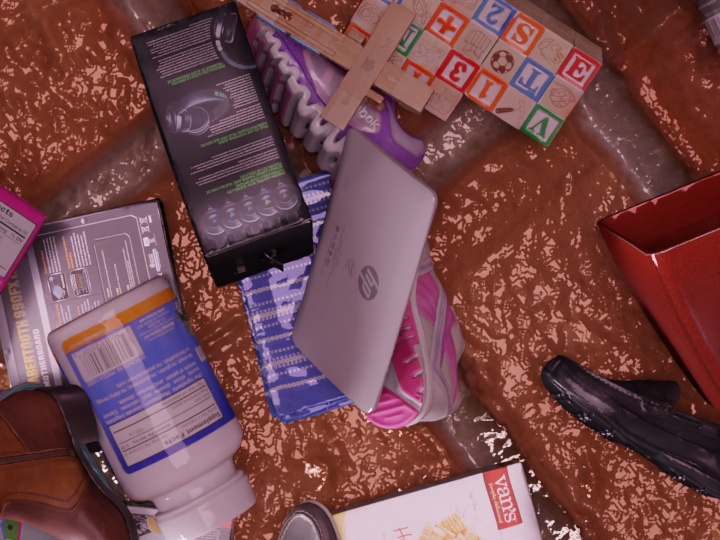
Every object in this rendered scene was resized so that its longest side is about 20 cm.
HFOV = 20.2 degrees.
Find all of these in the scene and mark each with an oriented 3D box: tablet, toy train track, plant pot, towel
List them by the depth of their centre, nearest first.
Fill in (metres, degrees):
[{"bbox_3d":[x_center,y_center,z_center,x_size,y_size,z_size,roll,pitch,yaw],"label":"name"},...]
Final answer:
[{"bbox_3d":[0.000,0.000,1.649,0.014,0.130,0.201,-3,119,-36],"label":"tablet"},{"bbox_3d":[-0.029,-0.187,1.674,0.199,0.033,0.115,32,81,7],"label":"toy train track"},{"bbox_3d":[0.335,0.017,1.686,0.198,0.200,0.178,-21,101,-2],"label":"plant pot"},{"bbox_3d":[-0.032,0.018,1.744,0.144,0.024,0.202,-15,91,-3],"label":"towel"}]

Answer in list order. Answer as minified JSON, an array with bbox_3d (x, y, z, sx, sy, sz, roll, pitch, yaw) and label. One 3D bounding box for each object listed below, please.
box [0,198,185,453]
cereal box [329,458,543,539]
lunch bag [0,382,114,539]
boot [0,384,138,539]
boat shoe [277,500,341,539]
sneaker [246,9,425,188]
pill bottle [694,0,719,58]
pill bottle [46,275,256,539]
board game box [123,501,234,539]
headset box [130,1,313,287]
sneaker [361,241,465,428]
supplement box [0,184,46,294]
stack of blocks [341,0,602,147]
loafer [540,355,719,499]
[{"bbox_3d":[-0.226,0.053,1.722,0.157,0.048,0.202,-13,91,-1],"label":"box"},{"bbox_3d":[0.062,0.258,1.741,0.198,0.040,0.145,-16,90,-2],"label":"cereal box"},{"bbox_3d":[-0.276,0.195,1.636,0.160,0.077,0.201,-37,105,-35],"label":"lunch bag"},{"bbox_3d":[-0.271,0.188,1.534,0.199,0.068,0.190,-12,87,-46],"label":"boot"},{"bbox_3d":[-0.056,0.296,1.702,0.066,0.057,0.202,14,105,29],"label":"boat shoe"},{"bbox_3d":[-0.018,-0.143,1.722,0.088,0.081,0.201,-36,85,-19],"label":"sneaker"},{"bbox_3d":[0.322,-0.283,1.713,0.115,0.116,0.201,-25,92,-2],"label":"pill bottle"},{"bbox_3d":[-0.164,0.116,1.647,0.111,0.112,0.201,-27,93,-2],"label":"pill bottle"},{"bbox_3d":[-0.211,0.262,1.731,0.198,0.035,0.128,4,90,-3],"label":"board game box"},{"bbox_3d":[-0.108,-0.091,1.650,0.092,0.174,0.202,-19,81,-4],"label":"headset box"},{"bbox_3d":[0.039,0.041,1.709,0.081,0.088,0.202,-15,69,33],"label":"sneaker"},{"bbox_3d":[-0.348,0.020,1.604,0.103,0.101,0.201,35,66,-13],"label":"supplement box"},{"bbox_3d":[0.092,-0.187,1.713,0.199,0.059,0.116,31,110,-6],"label":"stack of blocks"},{"bbox_3d":[0.247,0.123,1.739,0.200,0.068,0.071,31,81,-8],"label":"loafer"}]
